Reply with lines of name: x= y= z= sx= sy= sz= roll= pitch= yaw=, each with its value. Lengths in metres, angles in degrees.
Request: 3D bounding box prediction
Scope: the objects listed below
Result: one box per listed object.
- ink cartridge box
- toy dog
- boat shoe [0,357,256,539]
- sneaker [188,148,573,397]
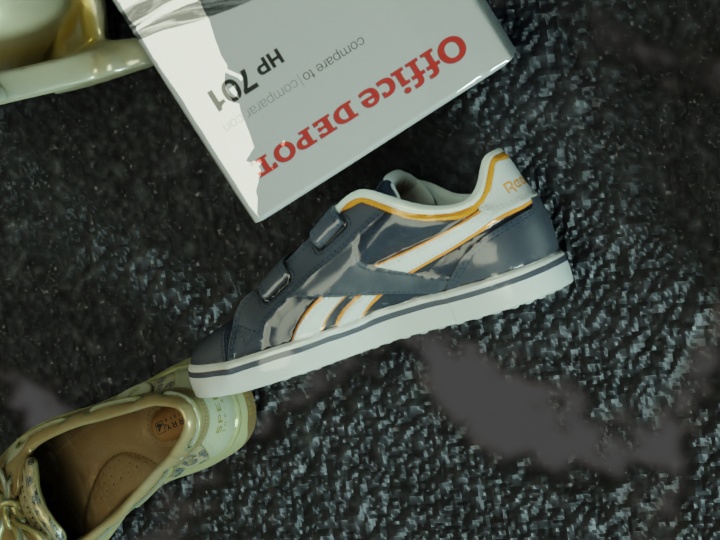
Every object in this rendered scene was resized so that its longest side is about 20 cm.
ink cartridge box: x=-0.039 y=-0.145 z=1.394 sx=0.146 sy=0.086 sz=0.201 roll=-32 pitch=93 yaw=5
toy dog: x=-0.198 y=-0.181 z=1.505 sx=0.194 sy=0.139 sz=0.201 roll=-4 pitch=100 yaw=65
boat shoe: x=-0.144 y=0.104 z=1.548 sx=0.200 sy=0.063 sz=0.074 roll=-35 pitch=82 yaw=29
sneaker: x=0.000 y=0.000 z=1.446 sx=0.199 sy=0.078 sz=0.080 roll=-19 pitch=94 yaw=18
